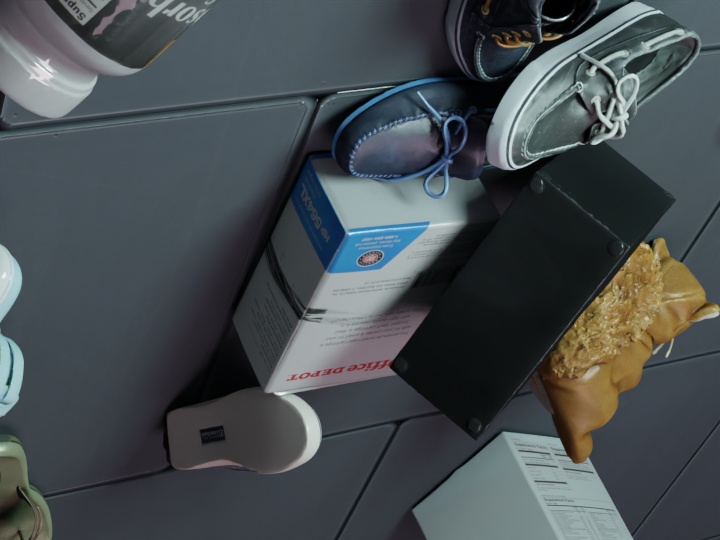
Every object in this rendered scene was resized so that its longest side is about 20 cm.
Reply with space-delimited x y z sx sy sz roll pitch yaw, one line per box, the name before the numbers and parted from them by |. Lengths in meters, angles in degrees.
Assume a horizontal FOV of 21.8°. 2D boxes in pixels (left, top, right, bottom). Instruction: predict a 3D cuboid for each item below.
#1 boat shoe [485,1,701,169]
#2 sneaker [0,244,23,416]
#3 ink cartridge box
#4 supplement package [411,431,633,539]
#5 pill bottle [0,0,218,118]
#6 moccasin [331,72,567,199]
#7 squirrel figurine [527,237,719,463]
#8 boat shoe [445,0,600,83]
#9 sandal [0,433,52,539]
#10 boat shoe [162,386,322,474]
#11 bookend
boat shoe | 0.176 -0.129 1.376 0.199 0.068 0.074 -33 137 -34
sneaker | -0.277 0.047 1.345 0.200 0.080 0.130 -36 149 33
ink cartridge box | 0.000 0.000 1.485 0.145 0.085 0.200 -7 144 -33
supplement package | 0.187 0.300 1.986 0.150 0.201 0.152 12 133 -48
pill bottle | -0.132 -0.184 1.060 0.200 0.117 0.116 -39 148 20
moccasin | 0.077 -0.105 1.396 0.199 0.068 0.081 -17 142 -23
squirrel figurine | 0.236 0.047 1.705 0.186 0.142 0.200 -29 153 -9
boat shoe | 0.112 -0.179 1.293 0.070 0.091 0.201 -17 149 -17
sandal | -0.307 0.208 1.587 0.079 0.058 0.201 -21 150 -11
boat shoe | -0.078 0.133 1.589 0.092 0.075 0.199 -5 180 -41
bookend | 0.142 0.007 1.488 0.199 0.092 0.200 -54 172 23
